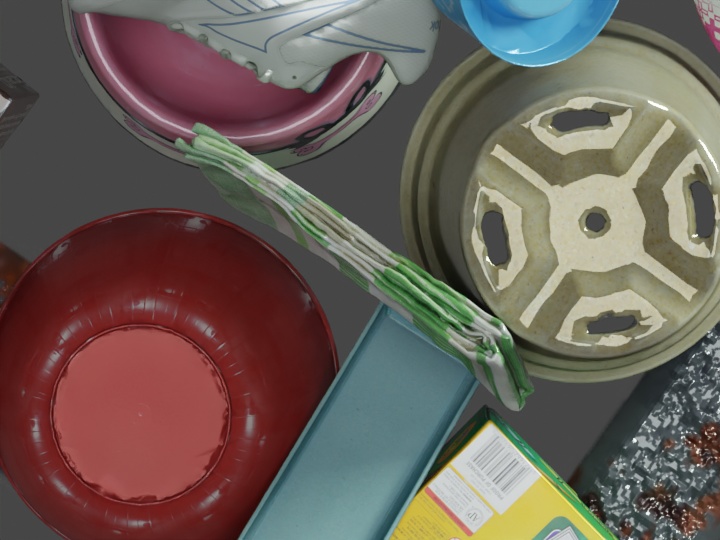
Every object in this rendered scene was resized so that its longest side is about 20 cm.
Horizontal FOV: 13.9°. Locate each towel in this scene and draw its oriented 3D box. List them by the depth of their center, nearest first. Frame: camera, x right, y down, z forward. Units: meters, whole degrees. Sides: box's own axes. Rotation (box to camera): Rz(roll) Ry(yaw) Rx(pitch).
[{"bbox_3d":[0.000,0.000,1.516,0.200,0.153,0.023,34,85,15],"label":"towel"}]

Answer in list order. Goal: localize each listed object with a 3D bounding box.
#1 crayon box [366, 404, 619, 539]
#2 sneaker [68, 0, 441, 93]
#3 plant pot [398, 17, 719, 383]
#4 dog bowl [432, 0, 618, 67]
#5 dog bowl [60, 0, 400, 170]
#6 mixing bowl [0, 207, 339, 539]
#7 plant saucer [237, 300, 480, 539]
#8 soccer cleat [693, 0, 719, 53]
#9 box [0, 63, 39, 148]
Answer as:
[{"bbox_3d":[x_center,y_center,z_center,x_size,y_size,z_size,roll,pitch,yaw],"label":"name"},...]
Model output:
[{"bbox_3d":[0.096,0.187,1.600,0.119,0.058,0.200,-44,92,5],"label":"crayon box"},{"bbox_3d":[-0.052,-0.133,1.499,0.199,0.075,0.087,2,100,2],"label":"sneaker"},{"bbox_3d":[0.117,-0.030,1.518,0.200,0.183,0.201,0,96,2],"label":"plant pot"},{"bbox_3d":[0.096,-0.202,1.476,0.111,0.050,0.201,23,90,-39],"label":"dog bowl"},{"bbox_3d":[-0.065,-0.150,1.569,0.199,0.074,0.201,0,95,1],"label":"dog bowl"},{"bbox_3d":[-0.113,0.070,1.574,0.199,0.108,0.201,0,95,3],"label":"mixing bowl"},{"bbox_3d":[-0.006,0.110,1.564,0.070,0.019,0.200,33,65,-3],"label":"plant saucer"},{"bbox_3d":[0.202,-0.168,1.545,0.070,0.086,0.200,-36,93,-13],"label":"soccer cleat"},{"bbox_3d":[-0.274,-0.127,1.565,0.200,0.100,0.075,40,95,-2],"label":"box"}]
